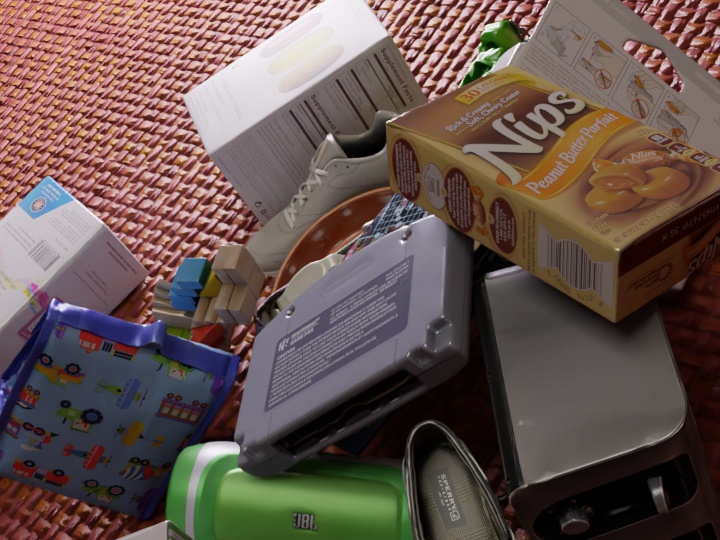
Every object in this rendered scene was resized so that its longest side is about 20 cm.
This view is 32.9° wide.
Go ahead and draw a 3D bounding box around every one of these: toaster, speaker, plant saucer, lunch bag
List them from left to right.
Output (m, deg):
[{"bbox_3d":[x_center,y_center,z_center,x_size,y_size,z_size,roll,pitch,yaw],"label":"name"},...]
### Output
[{"bbox_3d":[-0.195,0.099,0.953,0.200,0.150,0.094,-48,28,45],"label":"lunch bag"},{"bbox_3d":[-0.031,0.170,0.857,0.199,0.089,0.089,4,54,9],"label":"speaker"},{"bbox_3d":[0.019,0.020,1.019,0.199,0.032,0.201,-14,55,20],"label":"plant saucer"},{"bbox_3d":[0.150,0.095,0.778,0.118,0.181,0.201,-17,45,12],"label":"toaster"}]

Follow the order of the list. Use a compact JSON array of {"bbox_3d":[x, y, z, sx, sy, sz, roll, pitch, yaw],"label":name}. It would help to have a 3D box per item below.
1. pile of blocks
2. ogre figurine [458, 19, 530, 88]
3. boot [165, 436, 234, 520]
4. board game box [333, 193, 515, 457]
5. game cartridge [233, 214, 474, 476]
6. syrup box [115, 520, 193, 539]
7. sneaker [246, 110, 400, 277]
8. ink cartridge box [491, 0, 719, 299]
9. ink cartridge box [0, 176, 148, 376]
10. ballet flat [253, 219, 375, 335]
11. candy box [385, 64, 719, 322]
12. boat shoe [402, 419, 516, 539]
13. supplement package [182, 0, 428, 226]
[{"bbox_3d":[-0.139,0.044,1.015,0.082,0.200,0.062,21,59,-8],"label":"pile of blocks"},{"bbox_3d":[0.125,-0.094,0.986,0.098,0.120,0.201,-31,45,29],"label":"ogre figurine"},{"bbox_3d":[-0.097,0.208,0.916,0.096,0.075,0.201,-12,47,28],"label":"boot"},{"bbox_3d":[0.027,0.016,0.877,0.200,0.035,0.136,-51,31,10],"label":"board game box"},{"bbox_3d":[-0.003,0.045,0.815,0.200,0.041,0.134,-33,37,34],"label":"game cartridge"},{"bbox_3d":[-0.104,0.251,0.790,0.078,0.200,0.082,-22,46,14],"label":"syrup box"},{"bbox_3d":[-0.030,-0.076,1.102,0.200,0.092,0.076,-35,44,4],"label":"sneaker"},{"bbox_3d":[0.187,-0.104,0.918,0.174,0.200,0.044,-60,13,-24],"label":"ink cartridge box"},{"bbox_3d":[-0.334,0.022,1.220,0.200,0.085,0.144,-45,43,-10],"label":"ink cartridge box"},{"bbox_3d":[0.000,0.000,0.975,0.200,0.071,0.069,-35,57,3],"label":"ballet flat"},{"bbox_3d":[0.122,-0.055,0.754,0.115,0.056,0.200,-27,42,-29],"label":"candy box"},{"bbox_3d":[0.063,0.181,0.715,0.072,0.071,0.201,-26,58,2],"label":"boat shoe"},{"bbox_3d":[-0.050,-0.159,1.173,0.200,0.110,0.114,-33,43,4],"label":"supplement package"}]
